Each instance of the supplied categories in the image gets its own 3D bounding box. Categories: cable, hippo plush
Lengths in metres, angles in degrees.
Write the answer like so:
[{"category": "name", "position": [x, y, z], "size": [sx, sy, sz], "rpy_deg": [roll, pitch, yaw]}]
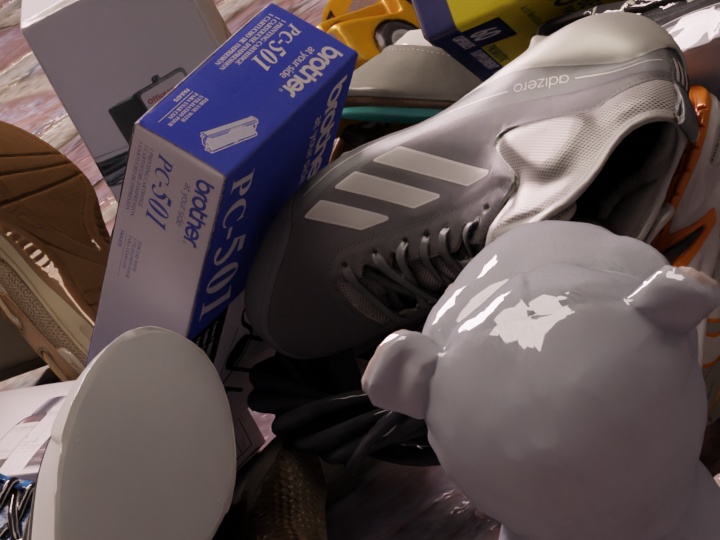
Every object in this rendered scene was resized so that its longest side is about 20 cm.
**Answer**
[{"category": "cable", "position": [0.033, 0.024, 1.036], "size": [0.163, 0.051, 0.200], "rpy_deg": [-1, 21, 27]}, {"category": "hippo plush", "position": [0.052, 0.077, 0.750], "size": [0.159, 0.161, 0.200], "rpy_deg": [-23, 18, 13]}]

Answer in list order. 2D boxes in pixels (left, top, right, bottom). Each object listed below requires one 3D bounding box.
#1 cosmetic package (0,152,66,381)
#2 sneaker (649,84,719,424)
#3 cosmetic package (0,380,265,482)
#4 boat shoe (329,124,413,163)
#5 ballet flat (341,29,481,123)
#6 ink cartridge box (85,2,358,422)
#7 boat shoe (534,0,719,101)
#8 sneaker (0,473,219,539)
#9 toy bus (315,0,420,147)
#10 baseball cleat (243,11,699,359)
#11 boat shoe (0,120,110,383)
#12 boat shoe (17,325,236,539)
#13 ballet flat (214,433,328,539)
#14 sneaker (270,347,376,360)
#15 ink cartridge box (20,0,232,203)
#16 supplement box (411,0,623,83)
[{"category": "cosmetic package", "position": [-0.211, 0.012, 1.312], "size": [0.073, 0.104, 0.200], "rpy_deg": [-25, -1, 32]}, {"category": "sneaker", "position": [0.118, 0.032, 0.937], "size": [0.076, 0.092, 0.200], "rpy_deg": [-17, 43, 44]}, {"category": "cosmetic package", "position": [-0.144, 0.089, 1.186], "size": [0.200, 0.051, 0.083], "rpy_deg": [-10, 24, 43]}, {"category": "boat shoe", "position": [0.039, -0.067, 1.351], "size": [0.200, 0.072, 0.072], "rpy_deg": [-47, -5, -43]}, {"category": "ballet flat", "position": [0.061, -0.093, 1.221], "size": [0.200, 0.064, 0.067], "rpy_deg": [5, -3, -44]}, {"category": "ink cartridge box", "position": [-0.061, -0.001, 1.032], "size": [0.094, 0.044, 0.200], "rpy_deg": [-47, -19, -41]}, {"category": "boat shoe", "position": [0.130, -0.086, 1.000], "size": [0.200, 0.069, 0.057], "rpy_deg": [-13, 55, 46]}, {"category": "sneaker", "position": [-0.138, 0.113, 1.017], "size": [0.200, 0.089, 0.079], "rpy_deg": [-24, 26, 29]}, {"category": "toy bus", "position": [0.053, -0.120, 1.304], "size": [0.200, 0.078, 0.065], "rpy_deg": [-12, -28, -35]}, {"category": "baseball cleat", "position": [0.034, -0.014, 0.942], "size": [0.200, 0.070, 0.107], "rpy_deg": [-39, 31, 24]}, {"category": "boat shoe", "position": [-0.152, 0.003, 1.253], "size": [0.071, 0.065, 0.200], "rpy_deg": [-9, 46, -39]}, {"category": "boat shoe", "position": [-0.098, 0.113, 0.925], "size": [0.064, 0.071, 0.200], "rpy_deg": [-32, 37, 48]}, {"category": "ballet flat", "position": [-0.030, 0.112, 0.980], "size": [0.067, 0.046, 0.200], "rpy_deg": [-57, 8, 10]}, {"category": "sneaker", "position": [0.000, 0.000, 1.193], "size": [0.200, 0.090, 0.078], "rpy_deg": [-19, -9, -46]}, {"category": "ink cartridge box", "position": [-0.087, -0.069, 1.297], "size": [0.083, 0.200, 0.147], "rpy_deg": [-27, 17, 2]}, {"category": "supplement box", "position": [0.115, -0.167, 1.086], "size": [0.200, 0.110, 0.109], "rpy_deg": [-22, -14, 14]}]
